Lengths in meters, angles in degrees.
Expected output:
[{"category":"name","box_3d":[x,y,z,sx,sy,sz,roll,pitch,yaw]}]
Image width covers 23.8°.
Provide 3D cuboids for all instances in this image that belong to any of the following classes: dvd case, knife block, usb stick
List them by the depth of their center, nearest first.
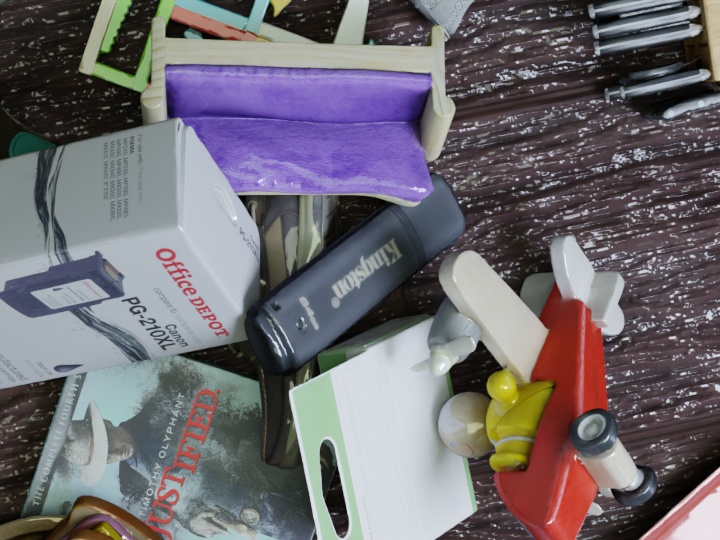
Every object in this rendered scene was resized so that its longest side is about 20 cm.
[{"category":"usb stick","box_3d":[0.000,0.000,1.129,0.200,0.033,0.056,-38,115,-38]},{"category":"knife block","box_3d":[0.258,-0.181,1.172,0.175,0.064,0.200,34,92,-8]},{"category":"dvd case","box_3d":[-0.120,0.134,1.192,0.199,0.022,0.147,19,93,-6]}]

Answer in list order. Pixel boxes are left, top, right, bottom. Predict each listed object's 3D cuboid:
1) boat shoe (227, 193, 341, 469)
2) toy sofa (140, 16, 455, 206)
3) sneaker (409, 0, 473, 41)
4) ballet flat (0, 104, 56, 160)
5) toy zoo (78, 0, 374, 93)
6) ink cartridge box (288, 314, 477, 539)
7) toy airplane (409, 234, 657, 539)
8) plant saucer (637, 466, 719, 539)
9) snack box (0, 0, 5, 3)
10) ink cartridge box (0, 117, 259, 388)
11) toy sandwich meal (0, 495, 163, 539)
[{"category":"boat shoe","box_3d":[-0.057,0.034,1.164,0.073,0.074,0.201,3,80,11]},{"category":"toy sofa","box_3d":[-0.042,-0.102,1.109,0.199,0.083,0.098,1,71,-5]},{"category":"sneaker","box_3d":[0.115,-0.232,1.159,0.199,0.075,0.082,-30,104,10]},{"category":"ballet flat","box_3d":[-0.252,-0.075,1.133,0.200,0.068,0.067,37,129,-13]},{"category":"toy zoo","box_3d":[-0.077,-0.164,1.167,0.199,0.020,0.132,20,94,-6]},{"category":"ink cartridge box","box_3d":[0.003,0.122,1.118,0.048,0.200,0.146,-7,98,33]},{"category":"toy airplane","box_3d":[0.115,0.077,1.142,0.141,0.199,0.201,-21,87,24]},{"category":"plant saucer","box_3d":[0.269,0.254,1.229,0.199,0.037,0.200,-41,96,0]},{"category":"snack box","box_3d":[-0.270,-0.230,1.136,0.199,0.037,0.116,-33,98,-1]},{"category":"ink cartridge box","box_3d":[-0.178,-0.006,1.082,0.199,0.145,0.085,-12,58,12]},{"category":"toy sandwich meal","box_3d":[-0.203,0.257,1.160,0.204,0.070,0.206,-1,103,-3]}]
